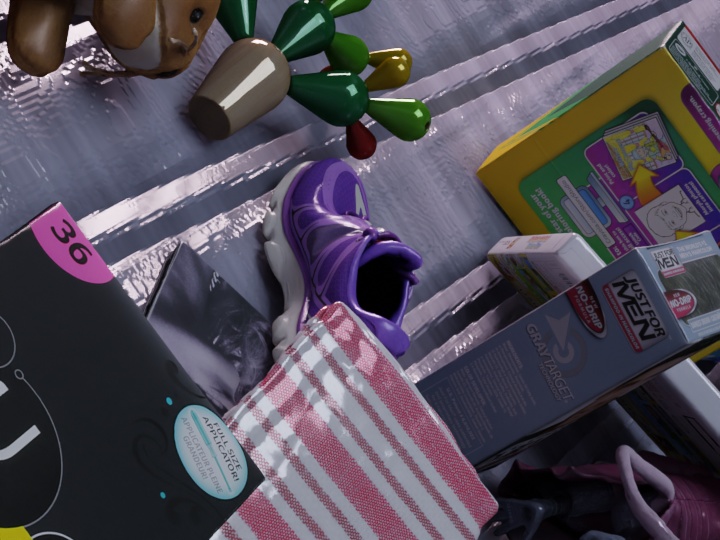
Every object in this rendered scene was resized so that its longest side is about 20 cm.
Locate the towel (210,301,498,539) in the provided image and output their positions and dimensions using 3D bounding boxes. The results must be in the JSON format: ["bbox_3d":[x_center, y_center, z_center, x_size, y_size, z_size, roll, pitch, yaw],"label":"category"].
[{"bbox_3d":[-0.025,0.127,0.957,0.147,0.030,0.200,52,53,-13],"label":"towel"}]

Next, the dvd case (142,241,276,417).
[{"bbox_3d":[-0.067,0.093,1.000,0.149,0.016,0.201,44,34,-20],"label":"dvd case"}]

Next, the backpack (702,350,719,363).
[{"bbox_3d":[0.355,0.026,1.462,0.183,0.199,0.148,-9,89,-58],"label":"backpack"}]

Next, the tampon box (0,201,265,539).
[{"bbox_3d":[-0.161,0.093,0.767,0.150,0.126,0.200,53,31,-5],"label":"tampon box"}]

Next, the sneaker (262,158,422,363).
[{"bbox_3d":[0.000,0.000,1.102,0.081,0.083,0.201,39,25,-30],"label":"sneaker"}]

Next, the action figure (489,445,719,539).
[{"bbox_3d":[0.180,0.143,1.181,0.199,0.149,0.135,2,53,-37],"label":"action figure"}]

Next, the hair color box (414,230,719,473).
[{"bbox_3d":[0.114,0.054,1.105,0.099,0.200,0.061,-12,71,-56],"label":"hair color box"}]

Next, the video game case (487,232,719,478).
[{"bbox_3d":[0.172,0.056,1.239,0.200,0.023,0.182,47,-7,-7],"label":"video game case"}]

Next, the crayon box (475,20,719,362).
[{"bbox_3d":[0.208,-0.041,1.346,0.200,0.172,0.058,52,35,-7],"label":"crayon box"}]

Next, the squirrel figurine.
[{"bbox_3d":[-0.147,-0.197,1.046,0.186,0.141,0.201,21,49,-53],"label":"squirrel figurine"}]

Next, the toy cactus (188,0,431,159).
[{"bbox_3d":[-0.052,-0.136,1.181,0.200,0.102,0.165,52,50,-11],"label":"toy cactus"}]
